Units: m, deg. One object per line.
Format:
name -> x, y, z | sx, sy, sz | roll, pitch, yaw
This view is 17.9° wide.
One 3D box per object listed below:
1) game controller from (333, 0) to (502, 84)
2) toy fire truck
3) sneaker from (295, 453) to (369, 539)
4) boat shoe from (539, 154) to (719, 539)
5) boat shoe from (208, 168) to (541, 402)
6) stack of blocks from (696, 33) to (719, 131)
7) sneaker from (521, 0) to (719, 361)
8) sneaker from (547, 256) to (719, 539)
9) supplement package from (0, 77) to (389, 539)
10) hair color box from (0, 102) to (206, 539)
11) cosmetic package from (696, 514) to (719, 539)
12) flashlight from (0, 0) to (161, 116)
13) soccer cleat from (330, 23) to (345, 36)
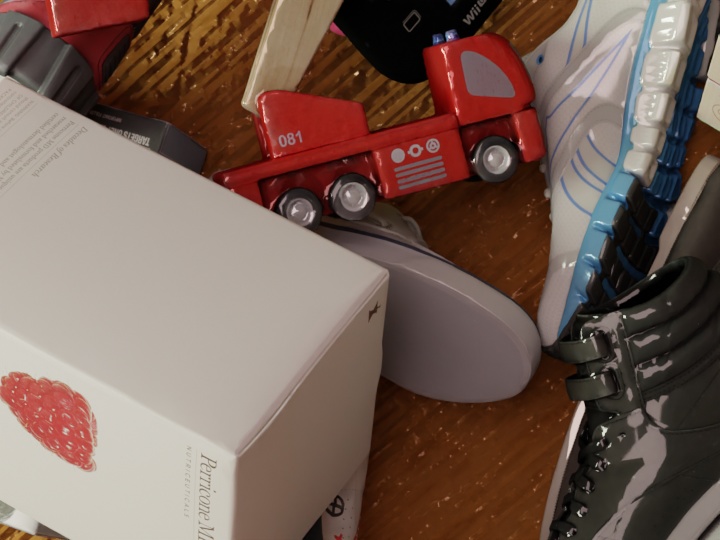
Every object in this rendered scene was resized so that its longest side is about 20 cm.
game controller -> 0.053, -0.184, 1.052 | 0.104, 0.042, 0.200 | 43, 80, -24
toy fire truck -> -0.027, -0.089, 0.994 | 0.198, 0.049, 0.142 | -15, 96, -9
sneaker -> -0.031, 0.125, 1.041 | 0.067, 0.108, 0.202 | 4, 45, 2
boat shoe -> 0.140, 0.045, 1.013 | 0.057, 0.067, 0.201 | 22, 83, 21
boat shoe -> 0.000, 0.000, 1.053 | 0.199, 0.072, 0.066 | 15, 41, 27
stack of blocks -> 0.246, -0.050, 0.982 | 0.199, 0.059, 0.115 | 34, 60, 18
sneaker -> 0.104, -0.057, 1.046 | 0.086, 0.075, 0.202 | 12, 78, 26
sneaker -> 0.099, 0.077, 0.949 | 0.200, 0.071, 0.099 | -45, 97, -8
supplement package -> -0.103, 0.033, 0.962 | 0.199, 0.122, 0.120 | 26, 50, 18
hair color box -> -0.155, 0.018, 1.096 | 0.098, 0.061, 0.202 | 16, 85, 17
cosmetic package -> 0.167, 0.141, 0.914 | 0.090, 0.107, 0.200 | 41, 132, 2
flashlight -> -0.116, -0.150, 1.080 | 0.068, 0.068, 0.201 | 0, 51, 44
soccer cleat -> 0.008, -0.215, 1.093 | 0.085, 0.070, 0.202 | -6, 87, -12
